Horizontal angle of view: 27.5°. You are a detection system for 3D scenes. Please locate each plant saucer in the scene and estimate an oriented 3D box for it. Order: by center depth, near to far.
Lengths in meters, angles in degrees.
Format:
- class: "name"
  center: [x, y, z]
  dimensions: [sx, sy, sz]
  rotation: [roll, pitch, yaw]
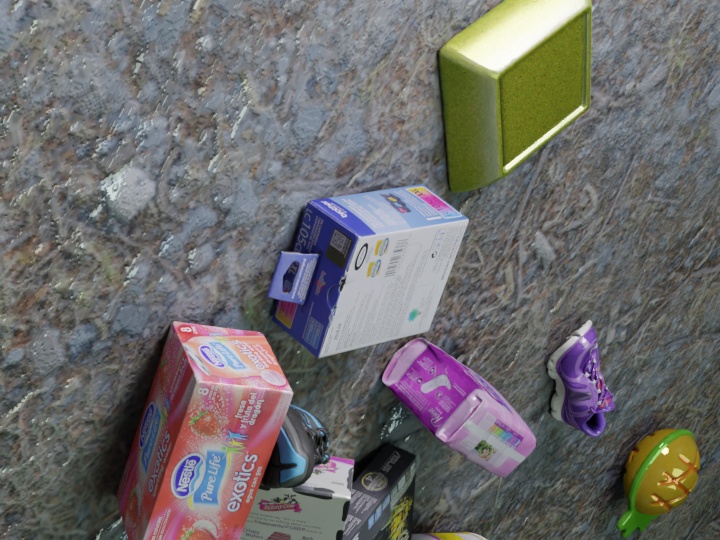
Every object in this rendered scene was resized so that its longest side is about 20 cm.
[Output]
- class: "plant saucer"
  center: [0.170, -0.188, 1.485]
  dimensions: [0.199, 0.048, 0.201]
  rotation: [-38, 145, -23]

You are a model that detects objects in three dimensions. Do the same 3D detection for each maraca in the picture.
- class: "maraca"
  center: [0.459, 0.331, 2.289]
  dimensions: [0.136, 0.107, 0.202]
  rotation: [-5, 124, -41]

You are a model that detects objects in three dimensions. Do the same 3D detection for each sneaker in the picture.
- class: "sneaker"
  center: [-0.061, 0.157, 1.385]
  dimensions: [0.081, 0.200, 0.074]
  rotation: [8, 95, -14]
- class: "sneaker"
  center: [0.300, 0.144, 1.933]
  dimensions: [0.080, 0.083, 0.201]
  rotation: [-40, 144, -21]

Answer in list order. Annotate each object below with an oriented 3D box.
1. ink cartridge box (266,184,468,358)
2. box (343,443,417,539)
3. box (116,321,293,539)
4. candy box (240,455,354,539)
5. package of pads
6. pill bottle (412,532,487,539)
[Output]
- class: "ink cartridge box"
  center: [0.000, 0.000, 1.416]
  dimensions: [0.199, 0.076, 0.138]
  rotation: [-12, 129, -48]
- class: "box"
  center: [-0.003, 0.320, 1.687]
  dimensions: [0.200, 0.049, 0.163]
  rotation: [-45, 145, -45]
- class: "box"
  center: [-0.145, 0.159, 1.334]
  dimensions: [0.094, 0.103, 0.201]
  rotation: [9, 116, -26]
- class: "candy box"
  center: [-0.088, 0.274, 1.507]
  dimensions: [0.061, 0.135, 0.201]
  rotation: [-84, -175, -55]
- class: "package of pads"
  center: [0.115, 0.156, 1.670]
  dimensions: [0.076, 0.120, 0.200]
  rotation: [-48, 148, 3]
- class: "pill bottle"
  center: [0.118, 0.394, 1.913]
  dimensions: [0.199, 0.104, 0.105]
  rotation: [15, 108, -56]
